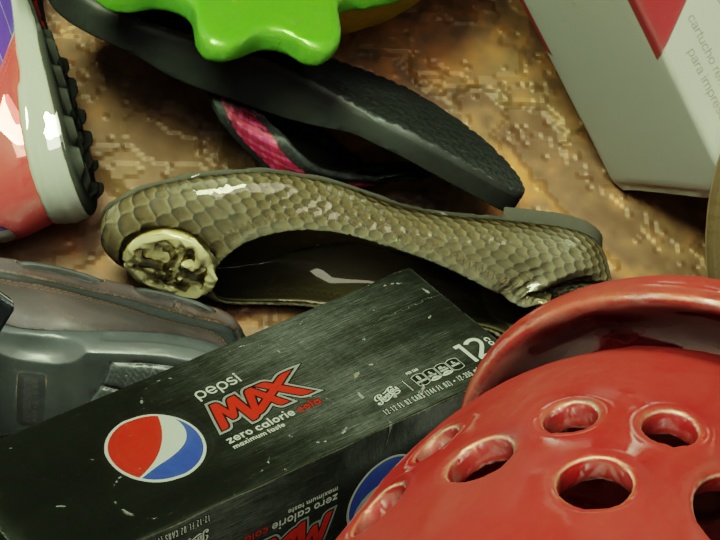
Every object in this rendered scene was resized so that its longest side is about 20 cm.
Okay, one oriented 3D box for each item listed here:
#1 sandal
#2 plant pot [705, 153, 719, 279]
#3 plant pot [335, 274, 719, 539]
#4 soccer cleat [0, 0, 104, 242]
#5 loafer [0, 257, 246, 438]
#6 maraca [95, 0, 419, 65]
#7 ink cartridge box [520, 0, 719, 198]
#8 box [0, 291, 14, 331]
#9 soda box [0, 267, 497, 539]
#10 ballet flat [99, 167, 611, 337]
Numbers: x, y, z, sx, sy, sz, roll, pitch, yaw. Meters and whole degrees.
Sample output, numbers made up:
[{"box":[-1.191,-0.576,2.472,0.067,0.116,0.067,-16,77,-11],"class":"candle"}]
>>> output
[{"box":[-0.032,-0.062,0.898,0.200,0.075,0.045,22,105,-7],"class":"sandal"},{"box":[0.238,-0.009,0.857,0.200,0.093,0.201,1,89,-24],"class":"plant pot"},{"box":[0.086,0.115,0.718,0.200,0.201,0.183,28,44,4],"class":"plant pot"},{"box":[-0.158,-0.103,0.897,0.073,0.068,0.200,-17,69,0],"class":"soccer cleat"},{"box":[-0.136,0.027,0.851,0.200,0.072,0.063,12,31,-6],"class":"loafer"},{"box":[-0.029,-0.140,0.892,0.137,0.107,0.200,25,41,14],"class":"maraca"},{"box":[0.164,-0.144,0.916,0.200,0.083,0.147,-38,112,-20],"class":"ink cartridge box"},{"box":[-0.245,0.047,0.730,0.182,0.104,0.200,20,75,40],"class":"box"},{"box":[-0.041,0.071,0.787,0.200,0.063,0.071,-22,45,-32],"class":"soda box"},{"box":[0.000,0.000,0.876,0.200,0.067,0.046,6,61,-13],"class":"ballet flat"}]
